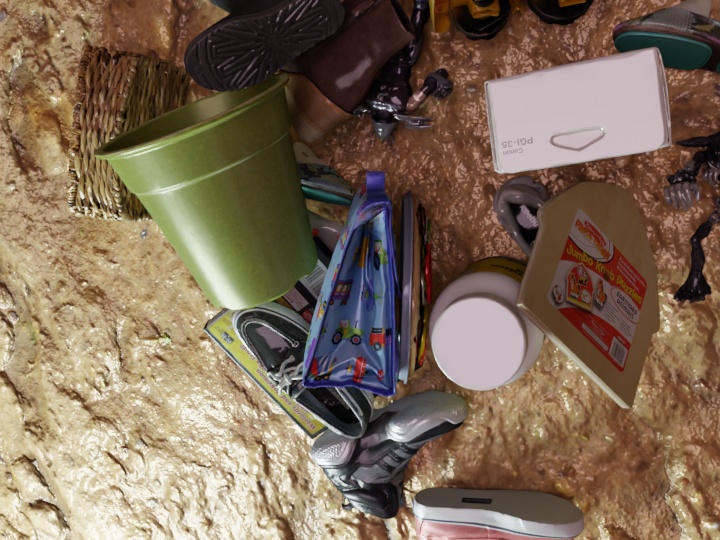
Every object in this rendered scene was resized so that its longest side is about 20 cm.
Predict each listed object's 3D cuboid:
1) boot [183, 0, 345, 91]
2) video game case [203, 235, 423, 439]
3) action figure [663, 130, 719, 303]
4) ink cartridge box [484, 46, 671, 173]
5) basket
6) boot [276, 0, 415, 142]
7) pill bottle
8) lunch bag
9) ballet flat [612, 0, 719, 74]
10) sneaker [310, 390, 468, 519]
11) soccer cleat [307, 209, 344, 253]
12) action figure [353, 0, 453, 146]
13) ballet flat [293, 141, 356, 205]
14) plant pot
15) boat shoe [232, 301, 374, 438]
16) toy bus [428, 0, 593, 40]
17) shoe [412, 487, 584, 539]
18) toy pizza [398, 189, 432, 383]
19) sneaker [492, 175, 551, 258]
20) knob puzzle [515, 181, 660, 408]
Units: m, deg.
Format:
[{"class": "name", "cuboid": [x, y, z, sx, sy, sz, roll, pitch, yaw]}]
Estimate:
[{"class": "boot", "cuboid": [-0.125, -0.269, 0.741, 0.164, 0.200, 0.066, -26, 135, -11]}, {"class": "video game case", "cuboid": [-0.056, 0.086, 0.852, 0.180, 0.026, 0.200, -36, 107, 18]}, {"class": "action figure", "cuboid": [0.360, -0.067, 0.691, 0.118, 0.102, 0.202, 5, 101, 28]}, {"class": "ink cartridge box", "cuboid": [0.204, -0.143, 0.676, 0.145, 0.200, 0.084, -7, 96, 18]}, {"class": "basket", "cuboid": [-0.315, -0.166, 0.868, 0.148, 0.143, 0.202, 13, 102, 14]}, {"class": "boot", "cuboid": [-0.033, -0.254, 0.771, 0.166, 0.072, 0.201, -42, 57, 26]}, {"class": "pill bottle", "cuboid": [0.132, 0.051, 0.727, 0.111, 0.200, 0.114, 3, 99, 16]}, {"class": "lunch bag", "cuboid": [0.000, 0.000, 0.719, 0.093, 0.151, 0.202, 6, 104, -1]}, {"class": "ballet flat", "cuboid": [0.349, -0.225, 0.695, 0.198, 0.069, 0.072, 19, 85, 10]}, {"class": "sneaker", "cuboid": [0.047, 0.221, 0.851, 0.198, 0.076, 0.115, -21, 100, 15]}, {"class": "soccer cleat", "cuboid": [-0.066, -0.046, 0.850, 0.198, 0.078, 0.070, 21, 116, -6]}, {"class": "action figure", "cuboid": [0.043, -0.236, 0.787, 0.129, 0.069, 0.202, 12, 105, 8]}, {"class": "ballet flat", "cuboid": [-0.096, -0.123, 0.848, 0.198, 0.074, 0.075, 9, 101, 13]}, {"class": "plant pot", "cuboid": [-0.131, -0.070, 0.721, 0.198, 0.200, 0.191, -12, 114, 19]}, {"class": "boat shoe", "cuboid": [-0.068, 0.115, 0.809, 0.073, 0.068, 0.199, -41, 98, 18]}, {"class": "toy bus", "cuboid": [0.151, -0.343, 0.690, 0.198, 0.136, 0.194, -12, 87, 4]}, {"class": "shoe", "cuboid": [0.158, 0.310, 0.829, 0.198, 0.071, 0.092, -2, 99, 23]}, {"class": "toy pizza", "cuboid": [0.057, 0.017, 0.751, 0.031, 0.200, 0.202, 1, 99, 2]}, {"class": "sneaker", "cuboid": [0.214, -0.014, 0.756, 0.200, 0.081, 0.075, 45, 106, 5]}, {"class": "knob puzzle", "cuboid": [0.230, 0.002, 0.705, 0.030, 0.218, 0.222, -15, 94, 53]}]
